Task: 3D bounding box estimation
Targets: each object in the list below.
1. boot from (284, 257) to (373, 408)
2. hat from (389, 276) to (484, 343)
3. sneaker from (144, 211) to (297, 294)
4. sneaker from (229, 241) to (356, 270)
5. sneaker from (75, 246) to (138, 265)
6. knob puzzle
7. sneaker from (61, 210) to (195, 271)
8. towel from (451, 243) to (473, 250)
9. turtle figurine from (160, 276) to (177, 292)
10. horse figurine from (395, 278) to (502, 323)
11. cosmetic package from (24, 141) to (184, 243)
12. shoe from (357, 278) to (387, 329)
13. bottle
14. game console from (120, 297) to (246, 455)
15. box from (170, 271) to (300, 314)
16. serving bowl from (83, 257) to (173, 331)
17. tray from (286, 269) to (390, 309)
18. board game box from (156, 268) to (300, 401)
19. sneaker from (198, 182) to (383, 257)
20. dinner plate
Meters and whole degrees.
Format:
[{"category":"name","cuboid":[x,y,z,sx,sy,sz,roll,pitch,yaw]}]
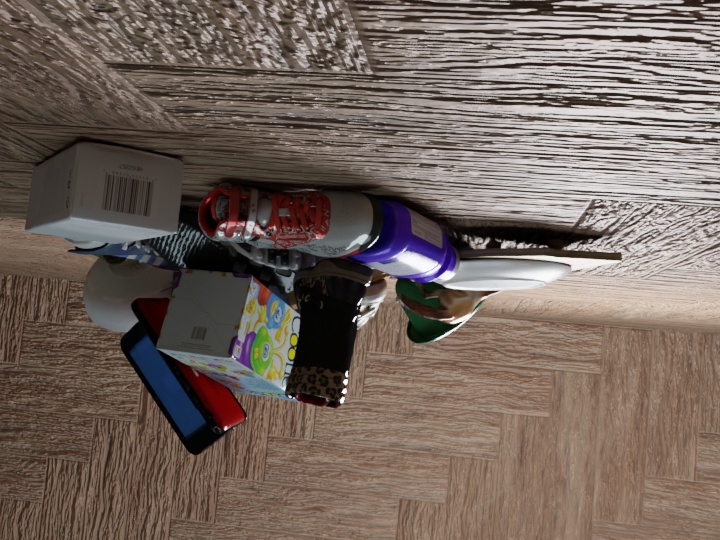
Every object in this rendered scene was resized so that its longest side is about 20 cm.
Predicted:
[{"category":"boot","cuboid":[-0.045,0.075,0.982,0.073,0.151,0.200,15,165,-16]},{"category":"hat","cuboid":[0.082,0.004,1.399,0.176,0.200,0.166,47,-166,-20]},{"category":"sneaker","cuboid":[-0.169,-0.040,1.073,0.199,0.089,0.074,21,132,-19]},{"category":"sneaker","cuboid":[-0.062,-0.038,1.047,0.199,0.075,0.081,7,-176,-13]},{"category":"sneaker","cuboid":[-0.350,-0.041,1.316,0.090,0.067,0.200,8,180,-40]},{"category":"knob puzzle","cuboid":[0.197,-0.023,1.107,0.219,0.031,0.220,2,176,0]},{"category":"sneaker","cuboid":[-0.274,-0.045,1.078,0.199,0.081,0.146,10,180,9]},{"category":"towel","cuboid":[0.063,-0.015,1.261,0.199,0.049,0.112,5,174,7]},{"category":"turtle figurine","cuboid":[-0.164,0.000,1.201,0.199,0.101,0.150,-15,-150,18]},{"category":"horse figurine","cuboid":[0.141,0.030,1.315,0.132,0.050,0.200,26,-139,30]},{"category":"cosmetic package","cuboid":[-0.253,-0.070,0.850,0.101,0.074,0.200,9,176,-32]},{"category":"shoe","cuboid":[-0.001,0.050,1.174,0.070,0.054,0.200,-18,176,-13]},{"category":"bottle","cuboid":[0.053,-0.027,0.981,0.083,0.066,0.200,-7,167,28]},{"category":"game console","cuboid":[-0.255,0.148,1.156,0.119,0.200,0.172,-36,174,5]},{"category":"box","cuboid":[-0.177,0.042,1.309,0.199,0.199,0.123,5,175,-4]},{"category":"serving bowl","cuboid":[-0.352,0.005,1.406,0.199,0.200,0.066,4,131,14]},{"category":"tray","cuboid":[0.000,0.000,1.147,0.199,0.037,0.099,-20,176,-3]},{"category":"board game box","cuboid":[-0.146,0.084,1.094,0.105,0.103,0.200,5,160,23]},{"category":"sneaker","cuboid":[-0.080,-0.052,0.889,0.201,0.068,0.108,4,178,45]},{"category":"dinner plate","cuboid":[0.173,0.009,1.140,0.199,0.024,0.200,1,174,0]}]
